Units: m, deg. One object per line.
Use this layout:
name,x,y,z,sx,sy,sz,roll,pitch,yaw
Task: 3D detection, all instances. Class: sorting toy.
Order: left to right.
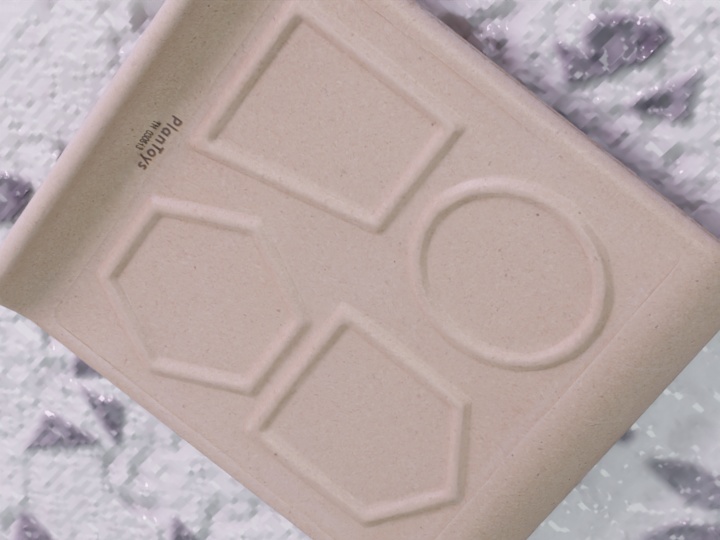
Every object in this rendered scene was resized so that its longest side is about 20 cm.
sorting toy,0.000,0.000,0.855,0.200,0.037,0.185,35,124,-5
